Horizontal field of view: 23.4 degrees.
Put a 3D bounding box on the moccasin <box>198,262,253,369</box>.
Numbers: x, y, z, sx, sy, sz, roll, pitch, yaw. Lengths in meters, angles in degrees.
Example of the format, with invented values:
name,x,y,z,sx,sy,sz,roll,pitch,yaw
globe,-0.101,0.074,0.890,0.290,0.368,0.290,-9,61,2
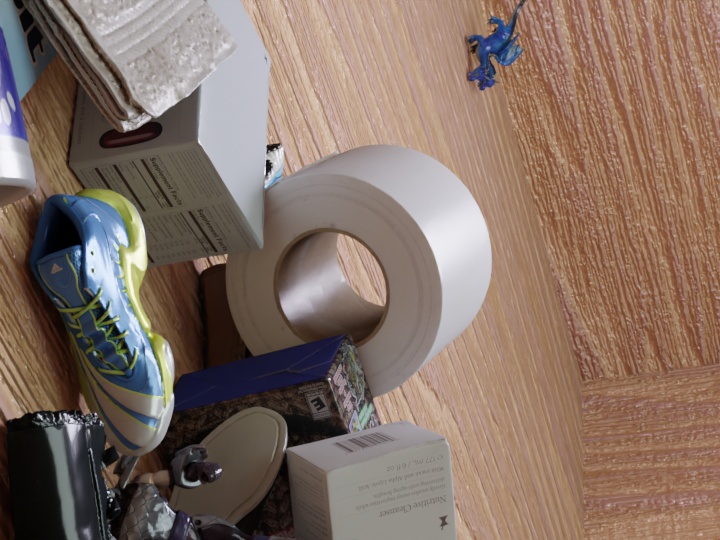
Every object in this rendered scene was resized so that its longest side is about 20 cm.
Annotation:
name,x,y,z,sx,sy,sz,roll,pitch,yaw
moccasin,-0.098,0.090,1.568,0.074,0.077,0.202,48,36,-67

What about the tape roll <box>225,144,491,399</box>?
name,x,y,z,sx,sy,sz,roll,pitch,yaw
tape roll,0.000,0.000,1.516,0.139,0.202,0.204,-35,116,-63

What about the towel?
name,x,y,z,sx,sy,sz,roll,pitch,yaw
towel,-0.162,-0.183,1.255,0.133,0.034,0.200,55,27,-12

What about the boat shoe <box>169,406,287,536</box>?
name,x,y,z,sx,sy,sz,roll,pitch,yaw
boat shoe,-0.112,0.202,1.349,0.201,0.074,0.060,-64,153,-22

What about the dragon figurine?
name,x,y,z,sx,sy,sz,roll,pitch,yaw
dragon figurine,0.265,-0.420,3.225,0.099,0.200,0.059,45,-9,30

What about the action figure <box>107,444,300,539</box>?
name,x,y,z,sx,sy,sz,roll,pitch,yaw
action figure,-0.121,0.198,1.266,0.131,0.199,0.069,-68,-165,-17

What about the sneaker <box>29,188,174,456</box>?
name,x,y,z,sx,sy,sz,roll,pitch,yaw
sneaker,-0.196,0.035,1.249,0.105,0.075,0.201,17,56,-62

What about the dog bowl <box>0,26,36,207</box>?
name,x,y,z,sx,sy,sz,roll,pitch,yaw
dog bowl,-0.252,-0.057,0.784,0.200,0.199,0.079,-8,87,-76

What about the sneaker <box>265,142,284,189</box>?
name,x,y,z,sx,sy,sz,roll,pitch,yaw
sneaker,-0.105,-0.059,1.640,0.200,0.078,0.090,-55,138,-70

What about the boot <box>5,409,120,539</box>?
name,x,y,z,sx,sy,sz,roll,pitch,yaw
boot,-0.202,0.171,1.112,0.198,0.073,0.163,44,42,-79

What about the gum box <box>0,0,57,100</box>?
name,x,y,z,sx,sy,sz,roll,pitch,yaw
gum box,-0.258,-0.209,1.177,0.200,0.044,0.171,-74,152,-61

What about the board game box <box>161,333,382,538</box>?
name,x,y,z,sx,sy,sz,roll,pitch,yaw
board game box,-0.059,0.176,1.453,0.097,0.159,0.201,-62,135,-67

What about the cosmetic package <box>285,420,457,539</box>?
name,x,y,z,sx,sy,sz,roll,pitch,yaw
cosmetic package,0.013,0.230,1.355,0.081,0.112,0.201,16,-63,63

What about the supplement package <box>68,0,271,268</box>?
name,x,y,z,sx,sy,sz,roll,pitch,yaw
supplement package,-0.151,-0.133,1.427,0.156,0.110,0.201,62,23,-54
